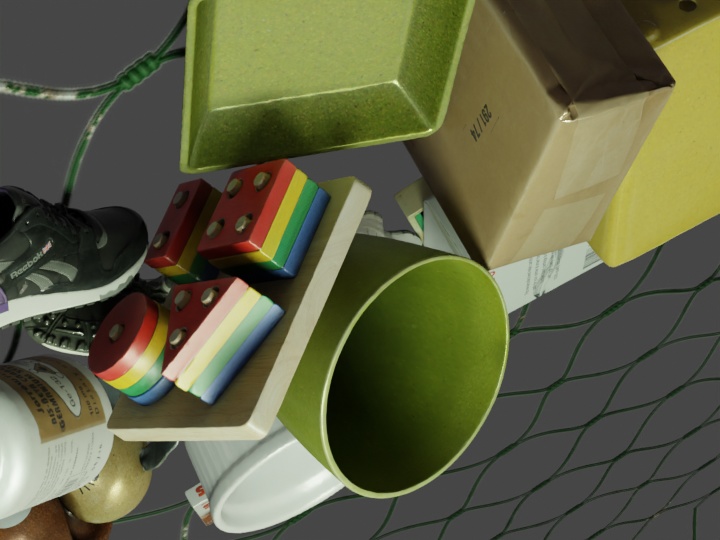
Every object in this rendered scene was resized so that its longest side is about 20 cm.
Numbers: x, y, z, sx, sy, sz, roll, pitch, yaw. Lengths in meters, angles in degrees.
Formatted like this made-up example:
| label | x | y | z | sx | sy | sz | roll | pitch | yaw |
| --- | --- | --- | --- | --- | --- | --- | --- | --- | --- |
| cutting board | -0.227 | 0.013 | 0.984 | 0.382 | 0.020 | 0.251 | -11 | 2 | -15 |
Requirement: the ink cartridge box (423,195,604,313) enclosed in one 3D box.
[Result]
| label | x | y | z | sx | sy | sz | roll | pitch | yaw |
| --- | --- | --- | --- | --- | --- | --- | --- | --- | --- |
| ink cartridge box | 0.157 | -0.044 | 1.570 | 0.199 | 0.083 | 0.147 | -28 | 156 | -12 |

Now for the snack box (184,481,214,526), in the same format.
| label | x | y | z | sx | sy | sz | roll | pitch | yaw |
| --- | --- | --- | --- | --- | --- | --- | --- | --- | --- |
| snack box | -0.092 | 0.206 | 1.891 | 0.199 | 0.024 | 0.072 | -30 | 154 | -6 |

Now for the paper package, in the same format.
| label | x | y | z | sx | sy | sz | roll | pitch | yaw |
| --- | --- | --- | --- | --- | --- | --- | --- | --- | --- |
| paper package | 0.115 | -0.131 | 1.283 | 0.103 | 0.191 | 0.201 | -17 | 152 | -24 |

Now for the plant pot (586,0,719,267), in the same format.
| label | x | y | z | sx | sy | sz | roll | pitch | yaw |
| --- | --- | --- | --- | --- | --- | --- | --- | --- | --- |
| plant pot | 0.227 | -0.164 | 1.372 | 0.193 | 0.196 | 0.201 | -27 | 149 | -12 |

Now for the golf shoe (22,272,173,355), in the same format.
| label | x | y | z | sx | sy | sz | roll | pitch | yaw |
| --- | --- | --- | --- | --- | --- | --- | --- | --- | --- |
| golf shoe | -0.184 | 0.039 | 1.398 | 0.199 | 0.078 | 0.088 | -8 | 158 | -38 |

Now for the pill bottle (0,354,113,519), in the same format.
| label | x | y | z | sx | sy | sz | roll | pitch | yaw |
| --- | --- | --- | --- | --- | --- | --- | --- | --- | --- |
| pill bottle | -0.283 | 0.132 | 1.346 | 0.114 | 0.115 | 0.200 | -41 | 170 | 19 |

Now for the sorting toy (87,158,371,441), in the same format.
| label | x | y | z | sx | sy | sz | roll | pitch | yaw |
| --- | --- | --- | --- | --- | --- | --- | --- | --- | --- |
| sorting toy | -0.109 | 0.018 | 1.267 | 0.069 | 0.200 | 0.199 | 36 | 155 | -29 |

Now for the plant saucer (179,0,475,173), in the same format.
| label | x | y | z | sx | sy | sz | roll | pitch | yaw |
| --- | --- | --- | --- | --- | --- | --- | --- | --- | --- |
| plant saucer | -0.029 | -0.154 | 1.203 | 0.198 | 0.048 | 0.200 | -10 | 151 | -14 |

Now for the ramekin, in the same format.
| label | x | y | z | sx | sy | sz | roll | pitch | yaw |
| --- | --- | --- | --- | --- | --- | --- | --- | --- | --- |
| ramekin | -0.077 | 0.163 | 1.735 | 0.199 | 0.098 | 0.201 | -27 | 157 | -13 |

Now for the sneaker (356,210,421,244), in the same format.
| label | x | y | z | sx | sy | sz | roll | pitch | yaw |
| --- | --- | --- | --- | --- | --- | --- | --- | --- | --- |
| sneaker | 0.000 | 0.000 | 1.507 | 0.074 | 0.088 | 0.200 | -10 | 166 | 29 |

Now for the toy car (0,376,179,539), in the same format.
| label | x | y | z | sx | sy | sz | roll | pitch | yaw |
| --- | --- | --- | --- | --- | --- | --- | --- | --- | --- |
| toy car | -0.239 | 0.174 | 1.497 | 0.200 | 0.164 | 0.157 | -49 | 153 | 13 |

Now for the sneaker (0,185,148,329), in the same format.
| label | x | y | z | sx | sy | sz | roll | pitch | yaw |
| --- | --- | --- | --- | --- | --- | --- | --- | --- | --- |
| sneaker | -0.225 | -0.021 | 1.233 | 0.199 | 0.075 | 0.088 | -25 | 137 | -43 |

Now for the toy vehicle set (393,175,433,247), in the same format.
| label | x | y | z | sx | sy | sz | roll | pitch | yaw |
| --- | --- | --- | --- | --- | --- | --- | --- | --- | --- |
| toy vehicle set | 0.110 | -0.057 | 1.626 | 0.124 | 0.027 | 0.200 | -33 | 156 | 2 |

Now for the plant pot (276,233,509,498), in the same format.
| label | x | y | z | sx | sy | sz | roll | pitch | yaw |
| --- | --- | --- | --- | --- | --- | --- | --- | --- | --- |
| plant pot | -0.022 | 0.046 | 1.338 | 0.186 | 0.199 | 0.189 | -21 | 122 | -37 |
